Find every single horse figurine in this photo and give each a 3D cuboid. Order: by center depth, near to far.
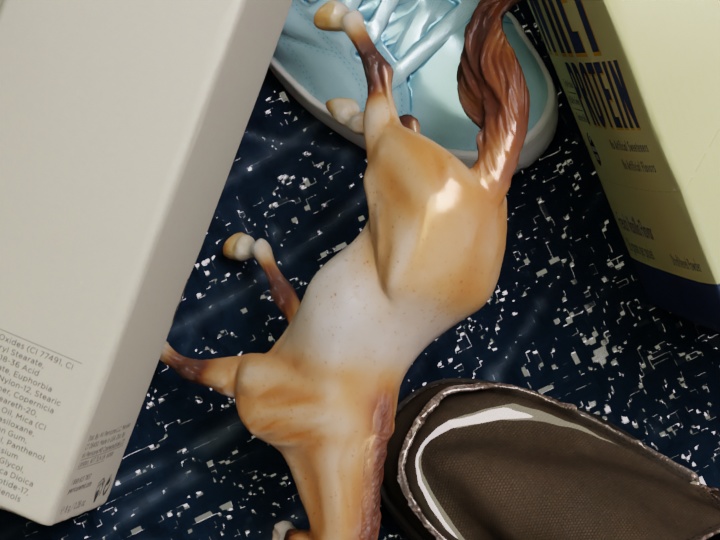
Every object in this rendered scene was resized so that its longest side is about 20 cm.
[{"bbox_3d":[0.000,0.000,0.973,0.200,0.050,0.133,-56,46,17],"label":"horse figurine"}]

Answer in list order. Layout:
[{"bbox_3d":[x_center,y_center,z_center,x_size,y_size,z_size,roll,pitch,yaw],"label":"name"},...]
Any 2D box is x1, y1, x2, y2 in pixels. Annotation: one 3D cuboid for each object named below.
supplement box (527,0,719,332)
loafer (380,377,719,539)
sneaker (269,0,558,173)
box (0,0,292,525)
[{"bbox_3d":[0.157,-0.112,0.961,0.199,0.134,0.201,-23,96,-4],"label":"supplement box"},{"bbox_3d":[0.096,0.091,0.974,0.199,0.071,0.073,27,78,8],"label":"loafer"},{"bbox_3d":[-0.016,-0.107,1.022,0.200,0.082,0.074,38,81,10],"label":"sneaker"},{"bbox_3d":[-0.092,-0.025,0.979,0.082,0.068,0.201,24,97,11],"label":"box"}]
